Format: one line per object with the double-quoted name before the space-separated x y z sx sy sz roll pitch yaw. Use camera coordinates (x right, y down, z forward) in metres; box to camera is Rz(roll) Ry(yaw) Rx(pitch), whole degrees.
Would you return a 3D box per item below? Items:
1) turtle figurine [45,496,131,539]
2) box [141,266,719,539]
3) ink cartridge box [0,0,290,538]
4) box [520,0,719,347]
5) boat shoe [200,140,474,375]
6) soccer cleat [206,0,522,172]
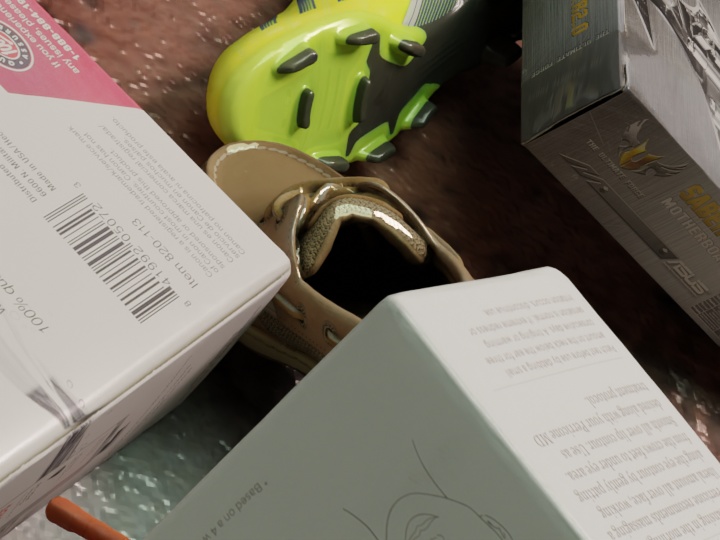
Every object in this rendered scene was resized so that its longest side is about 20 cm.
"turtle figurine" -0.078 0.146 0.745 0.161 0.064 0.200 8 44 -55
"box" 0.041 0.125 0.702 0.200 0.152 0.106 52 23 14
"ink cartridge box" -0.138 0.008 0.813 0.147 0.083 0.200 46 39 6
"box" 0.137 -0.053 1.062 0.200 0.048 0.159 43 33 -32
"boat shoe" 0.000 0.000 0.894 0.071 0.065 0.200 -18 36 -22
"soccer cleat" -0.002 -0.092 1.047 0.083 0.065 0.200 25 36 28
